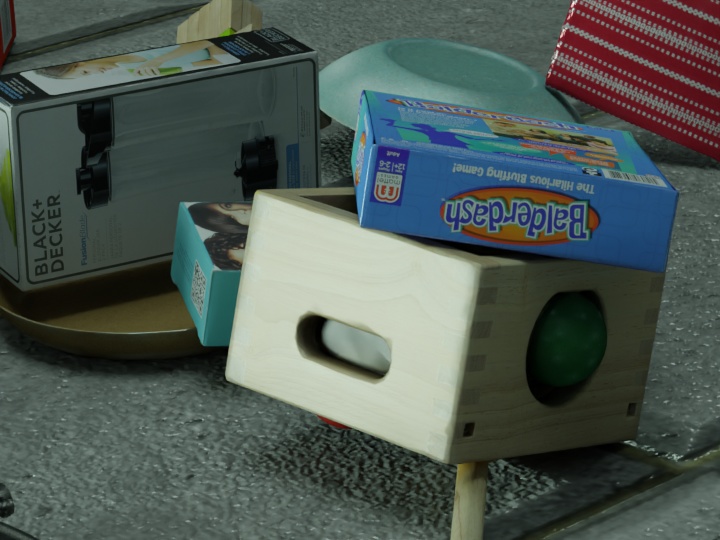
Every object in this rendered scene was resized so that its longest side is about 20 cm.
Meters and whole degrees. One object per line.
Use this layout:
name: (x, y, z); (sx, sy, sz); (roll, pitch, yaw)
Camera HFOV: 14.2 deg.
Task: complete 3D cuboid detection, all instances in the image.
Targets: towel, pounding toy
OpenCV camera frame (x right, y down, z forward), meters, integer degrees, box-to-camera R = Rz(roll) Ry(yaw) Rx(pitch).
towel: (0.217, -0.188, 1.889); (0.144, 0.201, 0.022); (25, 16, 15)
pounding toy: (0.047, 0.049, 1.450); (0.199, 0.143, 0.184); (19, 15, 40)

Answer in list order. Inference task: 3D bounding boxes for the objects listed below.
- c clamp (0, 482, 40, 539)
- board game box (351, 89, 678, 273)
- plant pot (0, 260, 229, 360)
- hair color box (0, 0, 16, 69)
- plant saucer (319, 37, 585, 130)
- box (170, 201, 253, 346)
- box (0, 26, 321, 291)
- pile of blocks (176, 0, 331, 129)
c clamp: (-0.222, 0.145, 1.336); (0.170, 0.027, 0.200); (23, 31, 32)
board game box: (0.073, -0.048, 1.469); (0.151, 0.045, 0.200); (9, 11, -2)
plant pot: (-0.118, 0.011, 1.685); (0.199, 0.028, 0.200); (-3, 21, 1)
hair color box: (-0.370, -0.189, 2.207); (0.199, 0.062, 0.102); (-3, 21, 1)
plant saucer: (0.065, -0.121, 1.940); (0.200, 0.039, 0.201); (12, 20, -4)
box: (0.000, 0.000, 1.614); (0.199, 0.049, 0.082); (-1, 29, -18)
box: (-0.123, -0.067, 1.695); (0.199, 0.117, 0.060); (-11, 24, -26)
pile of blocks: (-0.073, -0.124, 2.023); (0.062, 0.082, 0.200); (36, 11, -32)
